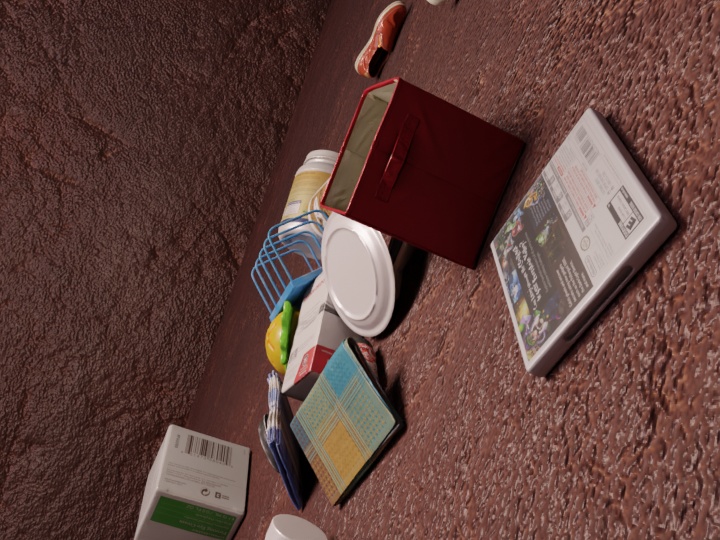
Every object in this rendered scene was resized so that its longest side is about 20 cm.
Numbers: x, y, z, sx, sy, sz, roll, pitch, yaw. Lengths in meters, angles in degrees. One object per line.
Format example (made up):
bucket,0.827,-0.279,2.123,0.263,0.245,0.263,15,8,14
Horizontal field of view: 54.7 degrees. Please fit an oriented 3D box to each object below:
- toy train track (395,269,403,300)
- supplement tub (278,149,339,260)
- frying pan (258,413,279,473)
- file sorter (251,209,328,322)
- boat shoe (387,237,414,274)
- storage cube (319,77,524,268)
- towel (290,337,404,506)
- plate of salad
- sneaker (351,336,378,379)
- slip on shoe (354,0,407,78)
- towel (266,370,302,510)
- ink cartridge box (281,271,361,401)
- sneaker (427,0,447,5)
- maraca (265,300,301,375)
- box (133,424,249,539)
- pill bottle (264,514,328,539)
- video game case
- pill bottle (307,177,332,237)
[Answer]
toy train track,0.057,-0.045,1.106,0.115,0.032,0.203,135,150,-56
supplement tub,-0.085,-0.140,1.494,0.144,0.142,0.203,-34,38,63
frying pan,-0.153,0.292,1.245,0.031,0.116,0.190,-26,23,0
file sorter,-0.121,-0.009,1.350,0.124,0.137,0.200,60,153,12
boat shoe,0.068,-0.097,1.035,0.075,0.061,0.203,-3,-69,-79
storage cube,0.071,-0.124,0.897,0.173,0.177,0.200,-68,15,3
towel,-0.025,0.209,0.954,0.147,0.021,0.201,56,131,31
plate of salad,0.000,0.000,1.064,0.199,0.047,0.204,26,123,50
sneaker,-0.035,0.205,1.032,0.203,0.066,0.108,-62,15,14
slip on shoe,0.059,-0.567,1.724,0.061,0.073,0.201,47,114,34
towel,-0.129,0.282,1.177,0.201,0.023,0.149,-106,0,-64
ink cartridge box,-0.057,0.112,1.192,0.147,0.082,0.203,-44,30,56
sneaker,0.166,-0.590,1.371,0.202,0.074,0.084,-64,15,-20
maraca,-0.130,0.133,1.317,0.200,0.105,0.140,79,-171,-72
box,-0.365,0.489,1.528,0.173,0.196,0.201,-61,17,25
pill bottle,-0.115,0.438,0.923,0.203,0.110,0.111,-69,16,1
video game case,0.195,-0.031,0.655,0.183,0.023,0.201,-58,20,32
pill bottle,-0.020,-0.135,1.327,0.200,0.113,0.116,-33,38,64
